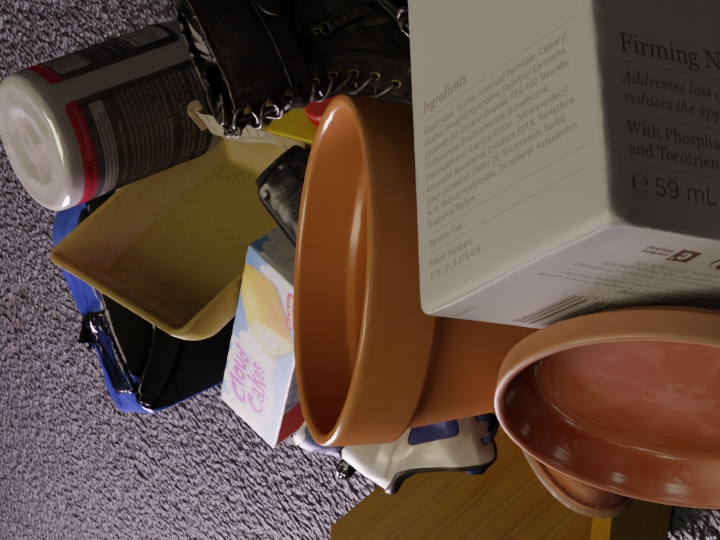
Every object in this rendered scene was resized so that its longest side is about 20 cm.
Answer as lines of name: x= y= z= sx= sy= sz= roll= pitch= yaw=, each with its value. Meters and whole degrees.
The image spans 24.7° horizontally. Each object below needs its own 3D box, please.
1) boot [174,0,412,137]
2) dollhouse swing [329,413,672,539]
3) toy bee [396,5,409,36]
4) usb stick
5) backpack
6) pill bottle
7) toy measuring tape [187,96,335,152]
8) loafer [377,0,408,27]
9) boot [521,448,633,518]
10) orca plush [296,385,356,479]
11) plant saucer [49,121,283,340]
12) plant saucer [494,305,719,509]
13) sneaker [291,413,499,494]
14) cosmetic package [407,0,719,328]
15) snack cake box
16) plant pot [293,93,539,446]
boot: x=-0.023 y=-0.124 z=1.096 sx=0.201 sy=0.174 sz=0.069 roll=59 pitch=148 yaw=10
dollhouse swing: x=0.082 y=0.138 z=1.125 sx=0.200 sy=0.175 sz=0.182 roll=36 pitch=139 yaw=40
toy bee: x=0.102 y=-0.114 z=1.010 sx=0.131 sy=0.109 sz=0.200 roll=49 pitch=171 yaw=12
usb stick: x=0.000 y=0.000 z=1.150 sx=0.200 sy=0.055 sz=0.033 roll=52 pitch=-169 yaw=15
backpack: x=-0.185 y=0.008 z=1.443 sx=0.168 sy=0.162 sz=0.201 roll=-8 pitch=106 yaw=61
pill bottle: x=-0.174 y=-0.130 z=1.292 sx=0.111 sy=0.199 sz=0.111 roll=35 pitch=138 yaw=40
toy measuring tape: x=-0.038 y=-0.117 z=1.208 sx=0.199 sy=0.073 sz=0.074 roll=17 pitch=126 yaw=36
loafer: x=0.003 y=-0.231 z=1.083 sx=0.201 sy=0.070 sz=0.068 roll=50 pitch=145 yaw=22
boot: x=0.151 y=0.031 z=0.985 sx=0.156 sy=0.076 sz=0.201 roll=113 pitch=166 yaw=-49
orca plush: x=-0.008 y=0.085 z=1.216 sx=0.071 sy=0.200 sz=0.106 roll=24 pitch=111 yaw=15
plant saucer: x=-0.119 y=-0.031 z=1.306 sx=0.200 sy=0.200 sz=0.049 roll=26 pitch=153 yaw=46
plant saucer: x=0.171 y=0.071 z=0.862 sx=0.199 sy=0.032 sz=0.201 roll=10 pitch=150 yaw=6
sneaker: x=0.060 y=0.069 z=1.076 sx=0.115 sy=0.200 sz=0.081 roll=40 pitch=180 yaw=-1
cosmetic package: x=0.135 y=-0.083 z=0.828 sx=0.166 sy=0.167 sz=0.201 roll=-30 pitch=58 yaw=57
snack cake box: x=-0.035 y=0.035 z=1.268 sx=0.067 sy=0.115 sz=0.200 roll=41 pitch=145 yaw=20
plant pot: x=0.047 y=0.003 z=0.953 sx=0.200 sy=0.139 sz=0.201 roll=-177 pitch=90 yaw=-76
